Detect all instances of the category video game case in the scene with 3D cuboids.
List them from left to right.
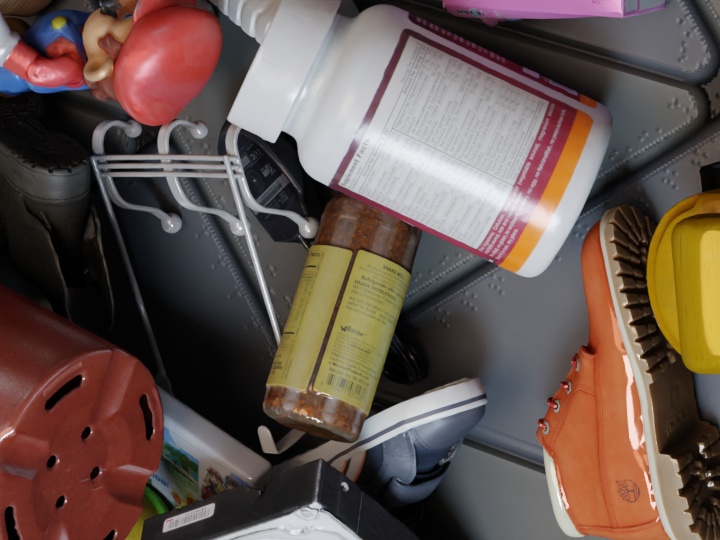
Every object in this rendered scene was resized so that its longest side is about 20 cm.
[{"bbox_3d":[-0.137,0.135,1.753,0.200,0.022,0.182,33,141,26],"label":"video game case"}]

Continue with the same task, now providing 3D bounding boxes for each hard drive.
[{"bbox_3d":[-0.018,0.193,1.664,0.140,0.200,0.038,-20,46,31],"label":"hard drive"}]

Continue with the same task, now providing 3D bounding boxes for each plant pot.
[{"bbox_3d":[-0.234,0.089,1.644,0.195,0.201,0.201,20,108,33],"label":"plant pot"}]

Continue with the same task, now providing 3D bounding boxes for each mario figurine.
[{"bbox_3d":[-0.168,-0.151,1.705,0.200,0.124,0.106,0,133,37],"label":"mario figurine"}]

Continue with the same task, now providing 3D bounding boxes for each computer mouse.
[{"bbox_3d":[-0.019,-0.015,1.707,0.200,0.034,0.059,55,144,2],"label":"computer mouse"}]

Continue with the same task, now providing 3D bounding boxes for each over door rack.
[{"bbox_3d":[-0.091,0.004,1.707,0.148,0.067,0.200,3,103,49],"label":"over door rack"}]

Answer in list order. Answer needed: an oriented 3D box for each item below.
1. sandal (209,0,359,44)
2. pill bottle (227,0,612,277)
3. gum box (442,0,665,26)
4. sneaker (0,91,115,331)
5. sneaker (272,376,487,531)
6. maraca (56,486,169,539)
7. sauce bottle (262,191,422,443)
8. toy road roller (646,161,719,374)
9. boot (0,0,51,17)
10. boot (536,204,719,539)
[{"bbox_3d":[-0.058,-0.187,1.686,0.203,0.050,0.083,52,135,25],"label":"sandal"},{"bbox_3d":[0.033,-0.084,1.577,0.200,0.110,0.110,25,113,-4],"label":"pill bottle"},{"bbox_3d":[0.111,-0.236,1.568,0.113,0.066,0.200,6,102,28],"label":"gum box"},{"bbox_3d":[-0.206,-0.041,1.756,0.200,0.060,0.104,-138,40,-55],"label":"sneaker"},{"bbox_3d":[0.012,0.130,1.688,0.200,0.078,0.079,-31,79,41],"label":"sneaker"},{"bbox_3d":[-0.185,0.218,1.713,0.137,0.107,0.200,21,81,29],"label":"maraca"},{"bbox_3d":[0.000,0.000,1.642,0.066,0.066,0.200,14,78,27],"label":"sauce bottle"},{"bbox_3d":[0.249,0.004,1.488,0.200,0.146,0.123,-2,99,30],"label":"toy road roller"},{"bbox_3d":[-0.223,-0.236,1.704,0.200,0.155,0.077,-42,60,32],"label":"boot"},{"bbox_3d":[0.141,0.064,1.607,0.107,0.075,0.200,-6,97,35],"label":"boot"}]
